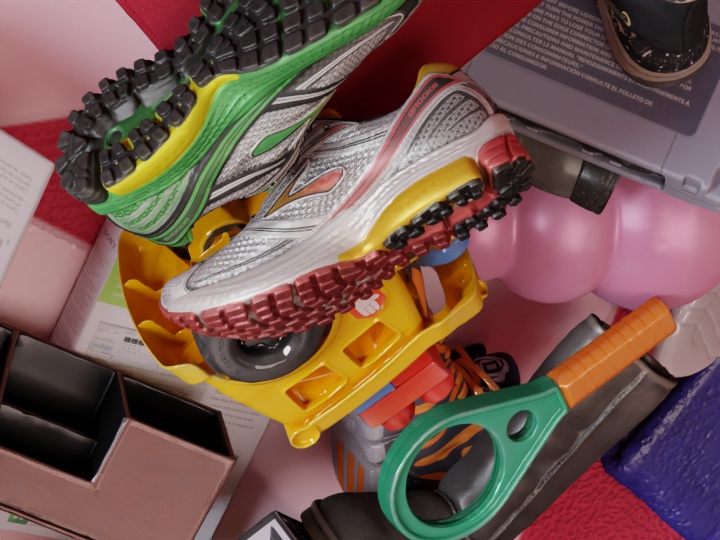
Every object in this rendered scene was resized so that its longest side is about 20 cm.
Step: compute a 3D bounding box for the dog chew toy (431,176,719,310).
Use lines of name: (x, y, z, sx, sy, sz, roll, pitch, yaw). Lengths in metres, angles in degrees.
dog chew toy: (0.121, -0.036, 1.679, 0.199, 0.125, 0.125, -3, 121, -17)

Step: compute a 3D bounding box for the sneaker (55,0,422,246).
sneaker: (-0.047, -0.090, 1.374, 0.200, 0.078, 0.085, -36, 137, 13)

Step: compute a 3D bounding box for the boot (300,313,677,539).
boot: (0.078, 0.108, 1.690, 0.200, 0.073, 0.182, -43, 153, 16)

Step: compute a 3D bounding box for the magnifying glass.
magnifying glass: (0.095, 0.082, 1.639, 0.200, 0.022, 0.080, -37, 125, -13)

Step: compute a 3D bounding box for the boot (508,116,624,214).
boot: (0.107, -0.137, 1.624, 0.130, 0.068, 0.200, 22, 68, 1)

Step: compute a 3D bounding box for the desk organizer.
desk organizer: (-0.174, 0.088, 1.592, 0.200, 0.072, 0.077, 23, 106, -18)

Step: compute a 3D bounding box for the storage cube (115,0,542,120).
storage cube: (-0.042, -0.178, 1.466, 0.200, 0.171, 0.180, -39, 130, 0)

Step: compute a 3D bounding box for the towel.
towel: (0.252, 0.116, 1.888, 0.148, 0.050, 0.200, -50, 128, 0)

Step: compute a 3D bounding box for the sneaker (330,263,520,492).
sneaker: (0.042, 0.051, 1.726, 0.112, 0.078, 0.200, -18, 136, -23)

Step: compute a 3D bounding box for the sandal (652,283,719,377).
sandal: (0.235, -0.024, 1.790, 0.203, 0.050, 0.082, -56, 142, -3)

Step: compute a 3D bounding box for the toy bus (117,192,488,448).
toy bus: (0.000, 0.000, 1.569, 0.200, 0.136, 0.192, -39, 129, 13)

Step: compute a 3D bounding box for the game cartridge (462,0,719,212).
game cartridge: (0.133, -0.127, 1.577, 0.042, 0.200, 0.133, 92, 23, -69)

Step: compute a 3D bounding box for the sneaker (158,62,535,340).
sneaker: (-0.013, -0.030, 1.431, 0.200, 0.082, 0.078, -30, 160, 12)

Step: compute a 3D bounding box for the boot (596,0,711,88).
boot: (0.138, -0.208, 1.499, 0.073, 0.204, 0.154, -18, 168, -3)

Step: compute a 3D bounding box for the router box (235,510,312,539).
router box: (-0.086, 0.211, 1.690, 0.157, 0.052, 0.200, -38, 171, -2)

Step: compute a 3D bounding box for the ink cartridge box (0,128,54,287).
ink cartridge box: (-0.266, 0.000, 1.468, 0.145, 0.083, 0.200, 34, 73, -39)

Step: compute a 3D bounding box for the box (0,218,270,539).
box: (-0.118, 0.070, 1.672, 0.144, 0.036, 0.200, 15, 113, -33)
